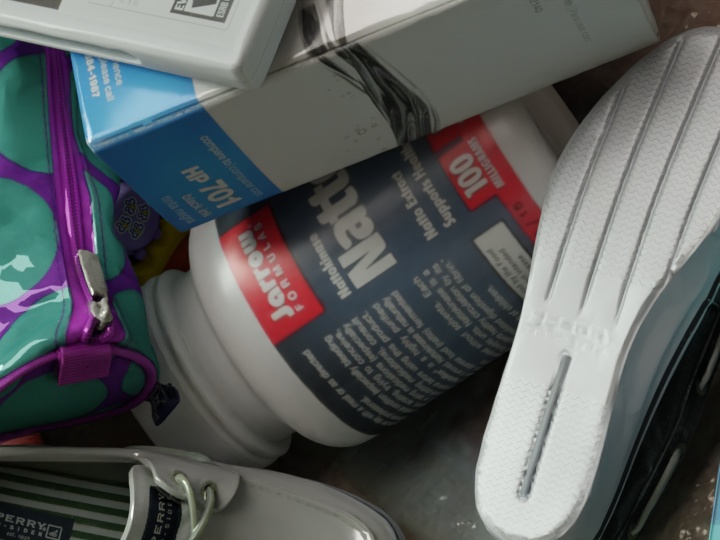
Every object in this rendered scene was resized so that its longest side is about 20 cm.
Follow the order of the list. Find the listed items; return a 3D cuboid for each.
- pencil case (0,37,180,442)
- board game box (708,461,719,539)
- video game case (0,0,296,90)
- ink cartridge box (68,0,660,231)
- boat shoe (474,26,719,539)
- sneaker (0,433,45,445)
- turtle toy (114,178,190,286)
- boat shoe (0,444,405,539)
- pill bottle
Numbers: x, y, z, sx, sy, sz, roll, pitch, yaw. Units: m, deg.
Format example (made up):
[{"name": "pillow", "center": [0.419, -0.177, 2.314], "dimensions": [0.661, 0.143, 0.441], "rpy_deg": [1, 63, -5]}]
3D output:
[{"name": "pencil case", "center": [-0.128, -0.035, 0.848], "dimensions": [0.092, 0.085, 0.202], "rpy_deg": [-35, 58, 44]}, {"name": "board game box", "center": [0.214, 0.055, 0.694], "dimensions": [0.199, 0.047, 0.152], "rpy_deg": [-10, 51, 35]}, {"name": "video game case", "center": [-0.078, -0.172, 0.787], "dimensions": [0.180, 0.023, 0.201], "rpy_deg": [14, 75, 28]}, {"name": "ink cartridge box", "center": [-0.008, -0.123, 0.797], "dimensions": [0.198, 0.086, 0.148], "rpy_deg": [-20, 62, 12]}, {"name": "boat shoe", "center": [0.100, 0.012, 0.787], "dimensions": [0.072, 0.071, 0.201], "rpy_deg": [23, 89, 34]}, {"name": "sneaker", "center": [-0.122, 0.153, 0.901], "dimensions": [0.078, 0.116, 0.201], "rpy_deg": [-21, 71, -8]}, {"name": "turtle toy", "center": [-0.129, -0.010, 0.966], "dimensions": [0.200, 0.101, 0.146], "rpy_deg": [-50, -15, -52]}, {"name": "boat shoe", "center": [-0.080, 0.105, 0.822], "dimensions": [0.198, 0.067, 0.074], "rpy_deg": [2, 68, 0]}, {"name": "pill bottle", "center": [0.000, 0.000, 0.872], "dimensions": [0.199, 0.120, 0.120], "rpy_deg": [-35, 41, 14]}]
